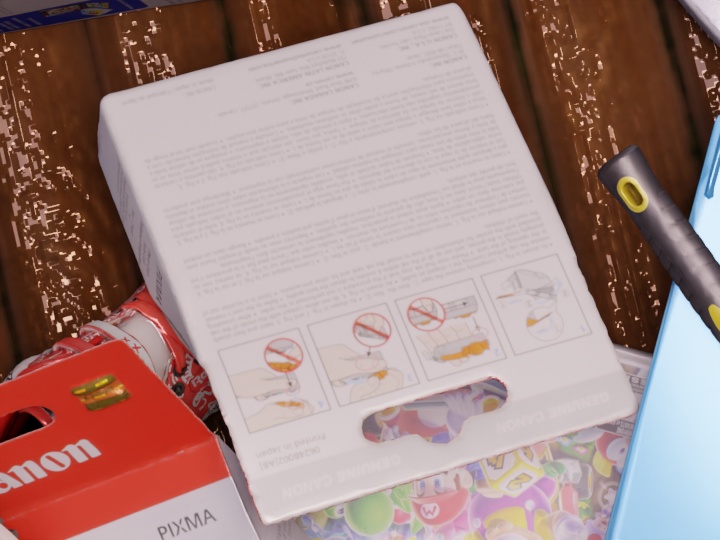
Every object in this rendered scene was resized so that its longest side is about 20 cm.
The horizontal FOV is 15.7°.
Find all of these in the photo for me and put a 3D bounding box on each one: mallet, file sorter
[{"bbox_3d":[0.145,0.047,0.965,0.200,0.041,0.066,49,119,10],"label":"mallet"},{"bbox_3d":[0.185,0.057,1.045,0.138,0.123,0.201,15,90,9],"label":"file sorter"}]

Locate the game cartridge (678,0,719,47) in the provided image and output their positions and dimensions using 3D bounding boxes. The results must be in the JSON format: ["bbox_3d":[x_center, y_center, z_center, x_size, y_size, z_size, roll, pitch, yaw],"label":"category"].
[{"bbox_3d":[0.233,-0.112,1.088,0.199,0.041,0.133,32,97,8],"label":"game cartridge"}]

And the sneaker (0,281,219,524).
[{"bbox_3d":[-0.079,0.032,1.092,0.201,0.108,0.067,-44,83,5],"label":"sneaker"}]

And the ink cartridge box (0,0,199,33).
[{"bbox_3d":[-0.157,-0.125,1.114,0.199,0.099,0.039,-10,86,7],"label":"ink cartridge box"}]

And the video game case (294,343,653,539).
[{"bbox_3d":[0.037,0.116,1.113,0.142,0.018,0.201,15,93,8],"label":"video game case"}]

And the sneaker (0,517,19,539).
[{"bbox_3d":[-0.186,0.108,0.980,0.070,0.094,0.200,-23,115,20],"label":"sneaker"}]

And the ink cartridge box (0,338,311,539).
[{"bbox_3d":[-0.109,0.126,1.049,0.159,0.200,0.047,-22,43,19],"label":"ink cartridge box"}]

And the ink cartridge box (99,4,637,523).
[{"bbox_3d":[0.000,0.000,1.048,0.159,0.047,0.201,-16,64,-15],"label":"ink cartridge box"}]
